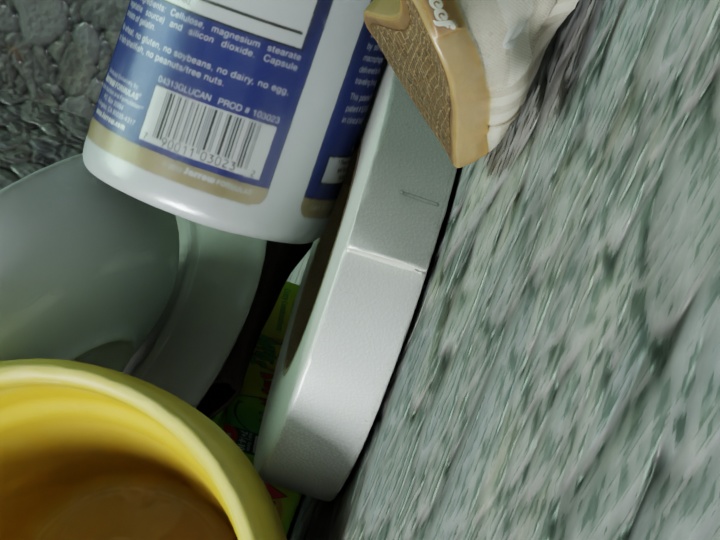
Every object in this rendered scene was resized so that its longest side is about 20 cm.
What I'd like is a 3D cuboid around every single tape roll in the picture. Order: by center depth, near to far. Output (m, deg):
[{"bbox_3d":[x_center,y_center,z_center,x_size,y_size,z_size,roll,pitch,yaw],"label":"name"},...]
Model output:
[{"bbox_3d":[0.000,0.000,1.089,0.203,0.037,0.203,-162,90,-86],"label":"tape roll"}]

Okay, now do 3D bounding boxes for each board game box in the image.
[{"bbox_3d":[-0.057,0.093,1.325,0.200,0.048,0.102,-83,13,-64],"label":"board game box"}]

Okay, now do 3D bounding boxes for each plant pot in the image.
[{"bbox_3d":[-0.119,0.143,1.090,0.189,0.201,0.201,34,-106,-80],"label":"plant pot"}]

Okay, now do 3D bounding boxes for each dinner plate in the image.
[{"bbox_3d":[-0.120,0.026,1.267,0.200,0.024,0.200,-35,38,33],"label":"dinner plate"}]

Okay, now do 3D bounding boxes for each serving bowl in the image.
[{"bbox_3d":[-0.156,0.034,1.150,0.200,0.066,0.200,-38,-14,-11],"label":"serving bowl"}]

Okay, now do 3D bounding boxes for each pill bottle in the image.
[{"bbox_3d":[-0.037,-0.121,1.071,0.111,0.111,0.200,-100,29,-80],"label":"pill bottle"}]

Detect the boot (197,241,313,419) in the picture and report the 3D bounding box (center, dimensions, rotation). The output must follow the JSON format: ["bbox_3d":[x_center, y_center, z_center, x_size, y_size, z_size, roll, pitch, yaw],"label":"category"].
[{"bbox_3d":[-0.047,-0.002,1.280,0.200,0.072,0.166,-38,31,37],"label":"boot"}]

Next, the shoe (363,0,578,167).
[{"bbox_3d":[0.041,-0.080,0.867,0.053,0.070,0.200,-30,-2,-3],"label":"shoe"}]
